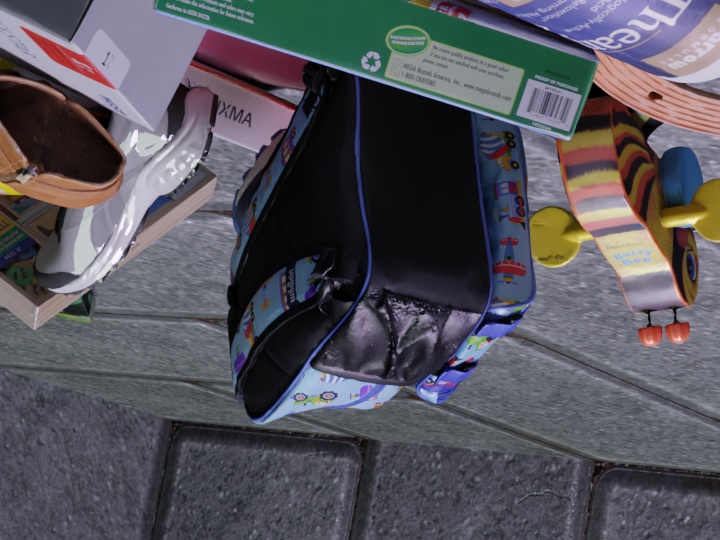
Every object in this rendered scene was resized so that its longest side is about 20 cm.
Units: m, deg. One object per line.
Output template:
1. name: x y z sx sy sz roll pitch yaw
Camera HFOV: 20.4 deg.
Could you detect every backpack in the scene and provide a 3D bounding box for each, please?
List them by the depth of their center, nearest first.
1. backpack: 0.000 0.000 1.176 0.133 0.184 0.200 11 142 -21

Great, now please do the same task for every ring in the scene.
1. ring: 0.201 -0.129 1.033 0.198 0.019 0.201 9 152 5

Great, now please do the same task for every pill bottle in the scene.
1. pill bottle: 0.125 -0.148 0.875 0.199 0.112 0.111 17 167 -32

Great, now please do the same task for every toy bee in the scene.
1. toy bee: 0.175 -0.018 1.171 0.199 0.110 0.130 19 152 -36

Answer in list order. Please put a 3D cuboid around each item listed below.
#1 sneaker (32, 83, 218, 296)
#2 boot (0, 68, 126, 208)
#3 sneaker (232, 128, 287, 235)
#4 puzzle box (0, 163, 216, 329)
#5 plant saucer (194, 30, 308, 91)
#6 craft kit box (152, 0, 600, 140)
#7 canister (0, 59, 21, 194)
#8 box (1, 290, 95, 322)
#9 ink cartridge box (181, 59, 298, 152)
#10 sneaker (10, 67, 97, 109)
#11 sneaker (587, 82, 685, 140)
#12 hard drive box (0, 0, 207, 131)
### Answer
1. sneaker: -0.165 -0.060 1.280 0.079 0.074 0.200 25 132 -19
2. boot: -0.222 -0.095 1.129 0.198 0.074 0.155 21 177 -14
3. sneaker: 0.013 -0.061 1.274 0.199 0.086 0.077 -26 140 -2
4. puzzle box: -0.215 -0.052 1.447 0.133 0.200 0.026 35 137 16
5. plant saucer: -0.028 -0.153 1.162 0.198 0.051 0.201 11 170 2
6. craft kit box: 0.006 -0.134 0.966 0.198 0.049 0.198 17 -165 -8
7. canister: -0.296 -0.110 1.404 0.198 0.149 0.087 2 122 27
8. box: -0.405 0.021 2.469 0.143 0.037 0.200 11 170 -1
9. ink cartridge box: -0.097 -0.111 1.335 0.199 0.044 0.173 20 -175 -41
10. sneaker: -0.181 -0.077 1.347 0.075 0.089 0.200 26 -176 27
11. sneaker: 0.135 -0.108 1.197 0.082 0.072 0.200 7 159 -6
12. hard drive box: -0.192 -0.166 1.039 0.199 0.077 0.156 25 173 15
